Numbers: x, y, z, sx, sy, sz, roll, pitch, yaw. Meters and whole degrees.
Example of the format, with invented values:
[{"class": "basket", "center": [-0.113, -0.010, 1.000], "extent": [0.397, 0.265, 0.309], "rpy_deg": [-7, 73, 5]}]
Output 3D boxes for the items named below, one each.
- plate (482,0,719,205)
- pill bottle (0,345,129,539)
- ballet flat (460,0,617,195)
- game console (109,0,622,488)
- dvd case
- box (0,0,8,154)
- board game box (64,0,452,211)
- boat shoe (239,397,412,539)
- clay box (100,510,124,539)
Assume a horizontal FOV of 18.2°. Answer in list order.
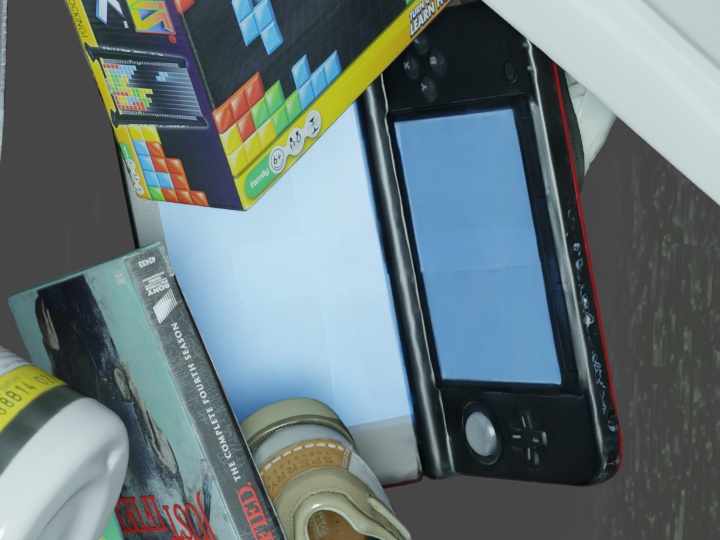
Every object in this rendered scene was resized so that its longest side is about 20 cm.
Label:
[{"class": "plate", "center": [0.140, -0.145, 0.916], "extent": [0.200, 0.032, 0.200], "rpy_deg": [38, 58, -18]}, {"class": "pill bottle", "center": [-0.185, 0.049, 0.732], "extent": [0.200, 0.111, 0.111], "rpy_deg": [29, 88, 9]}, {"class": "ballet flat", "center": [0.077, -0.093, 0.959], "extent": [0.068, 0.068, 0.200], "rpy_deg": [-9, 95, -15]}, {"class": "game console", "center": [0.000, 0.000, 0.927], "extent": [0.119, 0.172, 0.200], "rpy_deg": [-14, 97, -32]}, {"class": "dvd case", "center": [-0.076, 0.092, 0.910], "extent": [0.022, 0.146, 0.200], "rpy_deg": [-25, 95, -27]}, {"class": "box", "center": [-0.223, -0.126, 0.735], "extent": [0.200, 0.166, 0.164], "rpy_deg": [-3, 122, -17]}, {"class": "board game box", "center": [-0.030, -0.146, 0.830], "extent": [0.200, 0.057, 0.166], "rpy_deg": [-49, 135, -39]}, {"class": "boat shoe", "center": [0.002, 0.148, 0.921], "extent": [0.075, 0.068, 0.200], "rpy_deg": [-28, 122, -1]}, {"class": "clay box", "center": [-0.101, 0.168, 0.909], "extent": [0.048, 0.115, 0.200], "rpy_deg": [-19, 105, -10]}]
